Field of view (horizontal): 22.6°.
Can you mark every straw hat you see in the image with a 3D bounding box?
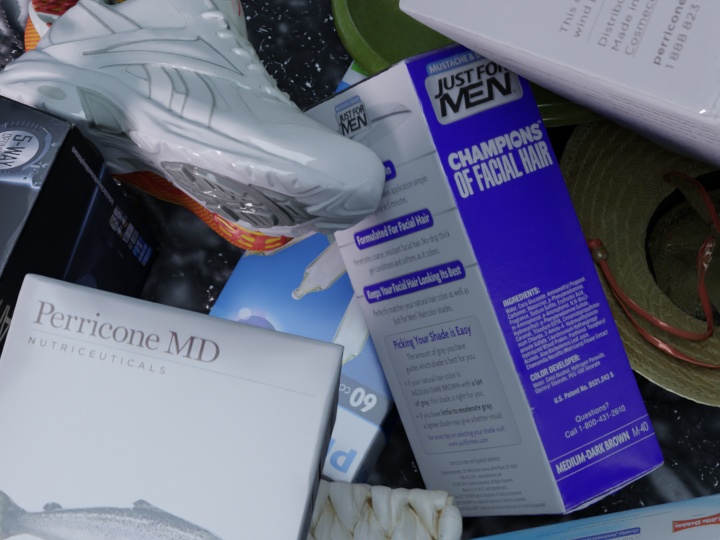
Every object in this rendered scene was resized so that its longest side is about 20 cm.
[{"bbox_3d":[0.174,-0.001,0.862,0.200,0.085,0.201,2,57,-3],"label":"straw hat"}]

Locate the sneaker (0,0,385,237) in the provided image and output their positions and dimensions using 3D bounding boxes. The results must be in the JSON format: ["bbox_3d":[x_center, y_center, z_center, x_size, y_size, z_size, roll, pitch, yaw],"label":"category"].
[{"bbox_3d":[-0.068,-0.083,0.796,0.200,0.078,0.100,22,74,25],"label":"sneaker"}]

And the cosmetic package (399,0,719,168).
[{"bbox_3d":[0.160,-0.128,0.708,0.166,0.200,0.168,26,96,44],"label":"cosmetic package"}]

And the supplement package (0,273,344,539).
[{"bbox_3d":[-0.084,0.120,0.633,0.117,0.117,0.200,12,74,1],"label":"supplement package"}]

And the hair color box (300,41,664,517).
[{"bbox_3d":[0.049,0.005,0.796,0.065,0.109,0.200,-23,93,-29],"label":"hair color box"}]

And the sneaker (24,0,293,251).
[{"bbox_3d":[-0.095,-0.069,0.894,0.073,0.077,0.200,-24,52,-31],"label":"sneaker"}]

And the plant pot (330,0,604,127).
[{"bbox_3d":[0.078,-0.204,0.834,0.199,0.190,0.200,-3,47,3],"label":"plant pot"}]

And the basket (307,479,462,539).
[{"bbox_3d":[-0.046,0.190,0.779,0.160,0.200,0.199,5,75,0],"label":"basket"}]

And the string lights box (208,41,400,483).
[{"bbox_3d":[0.000,0.000,0.890,0.103,0.059,0.200,27,79,8],"label":"string lights box"}]

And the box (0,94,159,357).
[{"bbox_3d":[-0.159,0.027,0.821,0.043,0.200,0.161,20,78,10],"label":"box"}]

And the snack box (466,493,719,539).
[{"bbox_3d":[0.122,0.186,0.715,0.116,0.037,0.200,-14,113,17],"label":"snack box"}]
